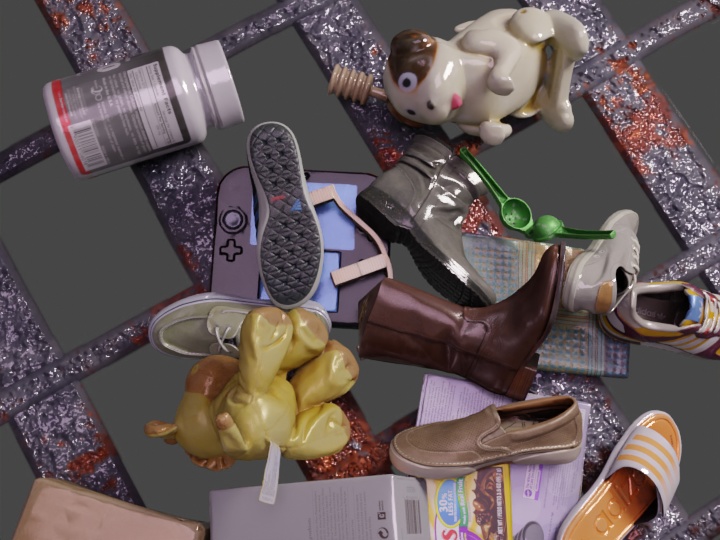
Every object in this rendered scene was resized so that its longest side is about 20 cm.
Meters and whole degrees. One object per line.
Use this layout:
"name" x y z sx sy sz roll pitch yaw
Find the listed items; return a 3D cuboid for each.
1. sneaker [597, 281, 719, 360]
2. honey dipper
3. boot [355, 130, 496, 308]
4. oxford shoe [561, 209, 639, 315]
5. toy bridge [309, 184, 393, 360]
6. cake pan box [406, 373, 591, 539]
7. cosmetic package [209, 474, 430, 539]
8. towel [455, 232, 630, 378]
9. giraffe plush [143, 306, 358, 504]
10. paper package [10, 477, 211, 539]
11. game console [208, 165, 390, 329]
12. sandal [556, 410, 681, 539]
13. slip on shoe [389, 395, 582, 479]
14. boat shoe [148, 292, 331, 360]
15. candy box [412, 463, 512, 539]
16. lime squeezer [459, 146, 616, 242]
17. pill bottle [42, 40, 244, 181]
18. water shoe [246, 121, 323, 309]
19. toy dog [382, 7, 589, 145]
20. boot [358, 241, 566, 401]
"sneaker" 0.362 0.053 1.205 0.199 0.090 0.075 4 78 -9
"honey dipper" 0.061 -0.193 1.297 0.199 0.038 0.038 17 77 -1
"boot" 0.103 -0.058 1.231 0.200 0.068 0.131 45 70 6
"oxford shoe" 0.267 -0.006 1.178 0.058 0.200 0.076 14 119 23
"toy bridge" 0.000 0.000 1.228 0.067 0.027 0.201 -20 84 -5
"cake pan box" 0.141 0.216 1.193 0.183 0.052 0.201 10 77 -1
"cosmetic package" -0.040 0.248 1.121 0.199 0.101 0.072 -9 75 20
"towel" 0.203 0.040 1.250 0.199 0.022 0.147 7 77 -1
"giraffe plush" -0.120 0.140 1.138 0.173 0.162 0.200 45 53 -31
"paper package" -0.269 0.327 1.132 0.190 0.103 0.201 16 78 4
"game console" -0.066 -0.026 1.256 0.199 0.031 0.178 3 76 0
"sandal" 0.285 0.234 1.161 0.079 0.059 0.207 49 65 -12
"slip on shoe" 0.128 0.164 1.133 0.199 0.076 0.061 -2 119 -4
"boat shoe" -0.131 0.063 1.203 0.199 0.062 0.072 -5 105 1
"candy box" 0.105 0.292 1.137 0.102 0.026 0.201 -2 78 3
"lime squeezer" 0.188 -0.064 1.201 0.200 0.071 0.038 34 44 30
"pill bottle" -0.239 -0.182 1.247 0.199 0.114 0.114 -18 78 -6
"water shoe" -0.080 -0.059 1.213 0.071 0.079 0.201 -6 90 -5
"toy dog" 0.121 -0.225 1.233 0.199 0.140 0.194 -18 55 -23
"boot" 0.099 0.031 1.155 0.199 0.064 0.187 18 108 7
